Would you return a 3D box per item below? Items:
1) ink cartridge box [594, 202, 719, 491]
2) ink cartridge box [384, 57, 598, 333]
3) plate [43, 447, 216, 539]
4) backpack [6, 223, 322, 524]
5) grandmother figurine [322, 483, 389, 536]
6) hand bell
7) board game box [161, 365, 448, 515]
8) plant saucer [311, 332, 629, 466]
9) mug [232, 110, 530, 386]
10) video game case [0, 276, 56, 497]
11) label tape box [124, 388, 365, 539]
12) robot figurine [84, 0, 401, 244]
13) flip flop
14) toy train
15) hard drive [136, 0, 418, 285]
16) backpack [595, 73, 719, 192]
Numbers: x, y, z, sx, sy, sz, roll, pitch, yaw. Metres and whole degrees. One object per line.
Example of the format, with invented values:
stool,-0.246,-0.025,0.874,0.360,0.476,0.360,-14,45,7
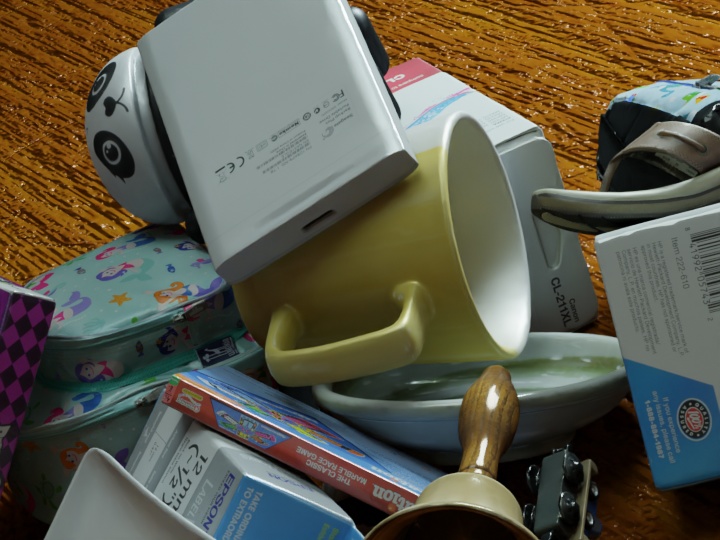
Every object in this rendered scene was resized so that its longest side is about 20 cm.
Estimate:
ink cartridge box,0.244,0.027,1.317,0.200,0.145,0.085,-15,-6,12
ink cartridge box,0.064,-0.042,1.609,0.083,0.146,0.200,-25,24,-13
plate,-0.133,0.212,1.252,0.200,0.032,0.200,26,93,59
backpack,-0.148,0.070,1.545,0.200,0.151,0.178,-31,26,-11
grandmother figurine,-0.001,0.160,1.352,0.121,0.061,0.200,10,24,-1
hand bell,0.058,0.107,1.242,0.104,0.104,0.200,-12,27,15
board game box,-0.005,0.105,1.329,0.200,0.019,0.103,25,5,12
plant saucer,0.072,0.079,1.428,0.200,0.050,0.200,-6,9,1
mug,0.000,-0.008,1.425,0.153,0.150,0.187,-11,-6,19
video game case,-0.260,0.097,1.512,0.036,0.200,0.181,16,1,-28
label tape box,-0.081,0.166,1.293,0.143,0.066,0.200,-63,26,6
robot figurine,-0.079,-0.104,1.556,0.200,0.125,0.150,-16,22,9
flip flop,0.193,-0.060,1.367,0.200,0.058,0.081,-14,-8,4
toy train,0.100,0.169,1.225,0.034,0.046,0.200,-24,35,31
hard drive,-0.053,-0.100,1.433,0.132,0.027,0.200,-32,49,12
backpack,0.221,-0.050,1.523,0.154,0.163,0.200,-21,16,-24
